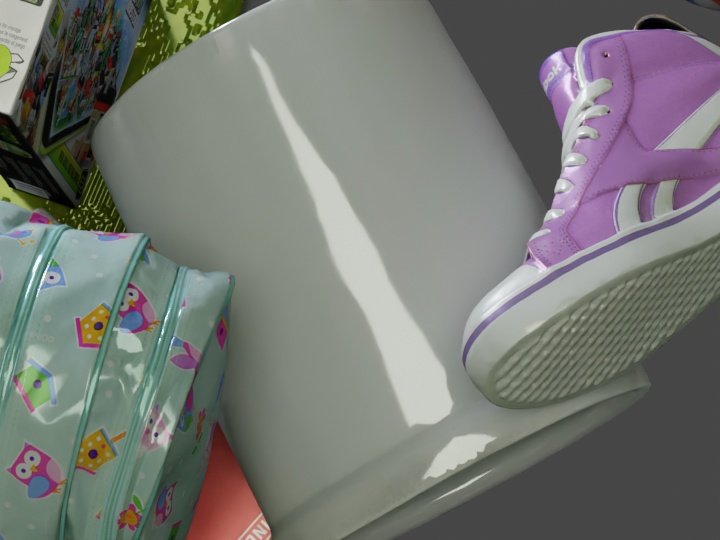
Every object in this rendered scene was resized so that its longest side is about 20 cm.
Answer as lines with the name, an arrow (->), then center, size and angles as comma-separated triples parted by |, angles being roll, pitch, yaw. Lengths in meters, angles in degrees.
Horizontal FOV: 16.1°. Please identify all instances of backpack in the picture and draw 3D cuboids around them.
backpack -> -0.119, 0.061, 0.969 | 0.126, 0.201, 0.168 | 10, 53, -3

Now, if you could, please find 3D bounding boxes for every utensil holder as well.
utensil holder -> 0.000, 0.000, 1.055 | 0.169, 0.170, 0.201 | -27, 81, -3

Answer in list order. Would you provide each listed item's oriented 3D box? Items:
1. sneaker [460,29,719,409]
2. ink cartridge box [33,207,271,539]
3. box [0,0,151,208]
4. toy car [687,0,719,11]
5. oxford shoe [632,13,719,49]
sneaker -> 0.089, -0.027, 0.990 | 0.200, 0.073, 0.114 | -30, 63, -35
ink cartridge box -> -0.140, 0.105, 1.104 | 0.176, 0.045, 0.200 | 41, 85, 7
box -> -0.127, -0.098, 1.053 | 0.034, 0.200, 0.111 | 18, 83, 4
toy car -> 0.107, -0.191, 1.103 | 0.199, 0.184, 0.178 | -6, 78, 30
oxford shoe -> 0.171, -0.029, 1.066 | 0.071, 0.073, 0.200 | -37, 58, -6
